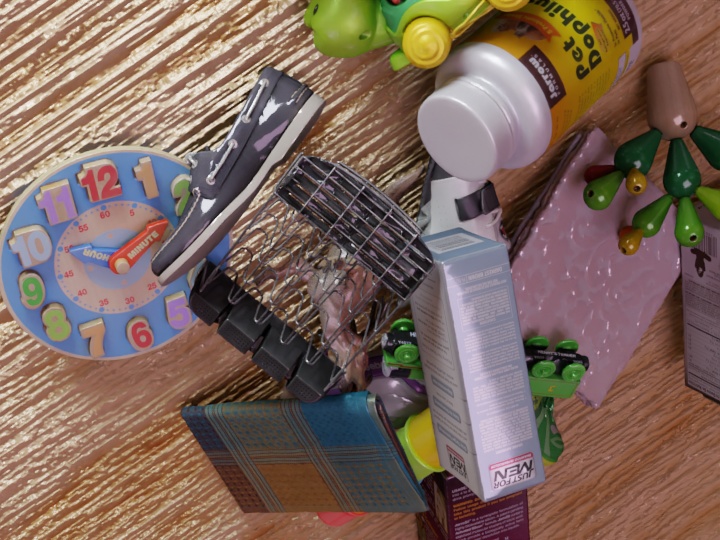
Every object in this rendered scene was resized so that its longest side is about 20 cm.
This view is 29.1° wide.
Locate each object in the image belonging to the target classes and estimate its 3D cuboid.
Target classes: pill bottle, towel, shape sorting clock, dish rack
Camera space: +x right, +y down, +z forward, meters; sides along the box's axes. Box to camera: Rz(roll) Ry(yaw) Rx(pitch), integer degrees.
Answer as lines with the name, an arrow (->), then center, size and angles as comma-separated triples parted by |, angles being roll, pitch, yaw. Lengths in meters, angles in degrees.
pill bottle -> 0.134, -0.157, 1.116 | 0.200, 0.108, 0.110 | -43, 130, -32
towel -> -0.049, 0.166, 1.248 | 0.197, 0.022, 0.148 | -5, 129, 27
towel -> 0.215, -0.001, 1.292 | 0.191, 0.032, 0.201 | 39, 80, -32
shape sorting clock -> -0.201, -0.010, 1.150 | 0.197, 0.039, 0.203 | -9, 119, -17
dish rack -> -0.037, 0.004, 1.113 | 0.153, 0.055, 0.200 | 38, 119, -5

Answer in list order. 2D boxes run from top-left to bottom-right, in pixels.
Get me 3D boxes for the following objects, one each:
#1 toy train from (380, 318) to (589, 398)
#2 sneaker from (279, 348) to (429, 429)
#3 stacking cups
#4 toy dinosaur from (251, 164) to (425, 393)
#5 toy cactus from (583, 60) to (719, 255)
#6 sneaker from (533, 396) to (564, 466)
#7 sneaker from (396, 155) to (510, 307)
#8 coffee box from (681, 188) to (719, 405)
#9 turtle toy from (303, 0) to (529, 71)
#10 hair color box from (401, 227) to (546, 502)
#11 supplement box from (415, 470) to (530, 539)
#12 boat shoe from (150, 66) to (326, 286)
toy train -> 0.108, 0.082, 1.231 | 0.197, 0.042, 0.057 | 7, 135, -16
sneaker -> 0.012, 0.117, 1.297 | 0.197, 0.076, 0.100 | 2, 139, -25
stacking cups -> 0.024, 0.182, 1.284 | 0.060, 0.061, 0.199 | 26, 135, -30
toy dinosaur -> 0.000, 0.000, 1.215 | 0.135, 0.085, 0.201 | 39, 81, -44
toy cactus -> 0.287, -0.101, 1.248 | 0.197, 0.102, 0.168 | -7, 80, -5
sneaker -> 0.165, 0.109, 1.338 | 0.083, 0.074, 0.202 | -27, 123, -1
sneaker -> 0.092, -0.055, 1.201 | 0.087, 0.074, 0.203 | 12, 111, 4
coffee box -> 0.377, 0.021, 1.353 | 0.114, 0.079, 0.202 | -29, 126, -28
turtle toy -> 0.050, -0.223, 1.087 | 0.199, 0.146, 0.102 | -32, 102, 15
hair color box -> 0.091, 0.075, 1.139 | 0.060, 0.099, 0.203 | -14, 104, -15
supplement box -> 0.108, 0.238, 1.362 | 0.084, 0.111, 0.203 | -15, 121, -14
boat shoe -> -0.111, -0.078, 1.124 | 0.063, 0.073, 0.201 | 39, 84, 1
